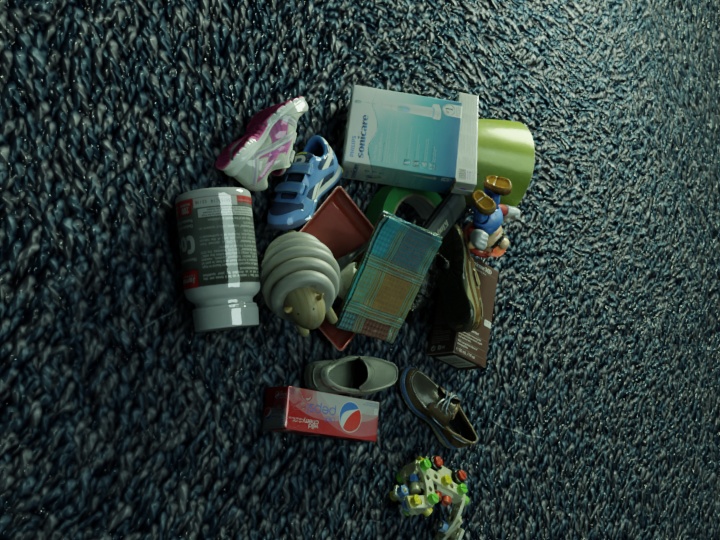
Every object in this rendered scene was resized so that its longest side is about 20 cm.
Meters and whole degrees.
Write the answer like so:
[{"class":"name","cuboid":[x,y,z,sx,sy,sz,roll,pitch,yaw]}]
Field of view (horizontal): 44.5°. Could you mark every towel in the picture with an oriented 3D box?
[{"class":"towel","cuboid":[0.047,0.016,1.434,0.146,0.022,0.201,19,98,-42]}]

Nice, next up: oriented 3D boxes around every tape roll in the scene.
[{"class":"tape roll","cuboid":[0.093,-0.065,1.636,0.199,0.048,0.203,8,78,-42]}]

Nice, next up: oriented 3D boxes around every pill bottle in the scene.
[{"class":"pill bottle","cuboid":[-0.208,-0.014,1.300,0.113,0.113,0.202,-3,84,-43]}]

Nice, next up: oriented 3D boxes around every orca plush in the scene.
[{"class":"orca plush","cuboid":[0.117,-0.006,1.547,0.105,0.071,0.201,54,41,-37]}]

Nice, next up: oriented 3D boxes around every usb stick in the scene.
[{"class":"usb stick","cuboid":[0.128,-0.069,1.535,0.200,0.032,0.056,-52,144,-34]}]

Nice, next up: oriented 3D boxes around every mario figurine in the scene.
[{"class":"mario figurine","cuboid":[0.250,-0.083,1.623,0.122,0.200,0.107,-16,62,-4]}]

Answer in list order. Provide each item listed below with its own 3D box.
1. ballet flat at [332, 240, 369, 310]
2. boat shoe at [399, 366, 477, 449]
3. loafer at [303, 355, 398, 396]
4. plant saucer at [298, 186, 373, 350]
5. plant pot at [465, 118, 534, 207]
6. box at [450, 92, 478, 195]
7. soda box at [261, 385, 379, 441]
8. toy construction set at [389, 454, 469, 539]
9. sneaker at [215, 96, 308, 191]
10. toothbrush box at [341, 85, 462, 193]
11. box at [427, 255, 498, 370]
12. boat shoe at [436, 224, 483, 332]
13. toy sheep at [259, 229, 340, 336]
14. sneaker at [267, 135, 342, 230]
[{"class":"ballet flat","cuboid":[0.000,0.000,1.455,0.200,0.073,0.073,-39,109,-28]},{"class":"boat shoe","cuboid":[0.149,0.249,1.617,0.200,0.072,0.073,49,53,-25]},{"class":"loafer","cuboid":[-0.005,0.179,1.487,0.199,0.069,0.071,0,82,-43]},{"class":"plant saucer","cuboid":[-0.043,-0.003,1.487,0.200,0.037,0.200,50,64,-26]},{"class":"plant pot","cuboid":[0.199,-0.213,1.692,0.198,0.187,0.189,8,76,-26]},{"class":"box","cuboid":[0.188,-0.229,1.587,0.041,0.039,0.202,8,61,-8]},{"class":"soda box","cuboid":[-0.062,0.235,1.429,0.199,0.063,0.071,17,72,-41]},{"class":"toy construction set","cuboid":[0.135,0.406,1.563,0.200,0.092,0.132,49,29,-35]},{"class":"sneaker","cuboid":[-0.145,-0.202,1.423,0.088,0.081,0.200,52,61,-25]},{"class":"toothbrush box","cuboid":[0.071,-0.230,1.554,0.198,0.085,0.148,8,74,-6]},{"class":"box","cuboid":[0.199,0.081,1.695,0.100,0.075,0.202,26,64,-37]},{"class":"boat shoe","cuboid":[0.182,0.019,1.620,0.074,0.075,0.202,16,64,-51]},{"class":"toy sheep","cuboid":[-0.093,0.011,1.343,0.137,0.138,0.201,27,27,-37]},{"class":"sneaker","cuboid":[-0.100,-0.143,1.441,0.201,0.073,0.083,-60,146,-41]}]
